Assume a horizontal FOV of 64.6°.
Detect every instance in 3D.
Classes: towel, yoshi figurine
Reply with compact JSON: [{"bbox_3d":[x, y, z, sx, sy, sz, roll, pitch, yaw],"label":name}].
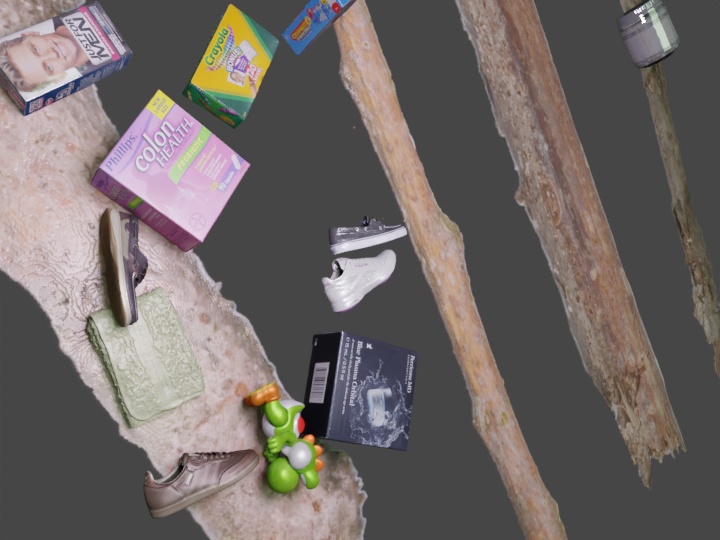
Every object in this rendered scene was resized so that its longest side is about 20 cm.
[{"bbox_3d":[-0.352,0.142,0.954,0.147,0.036,0.204,-25,96,-36],"label":"towel"},{"bbox_3d":[-0.150,0.310,1.014,0.203,0.111,0.112,61,26,2],"label":"yoshi figurine"}]

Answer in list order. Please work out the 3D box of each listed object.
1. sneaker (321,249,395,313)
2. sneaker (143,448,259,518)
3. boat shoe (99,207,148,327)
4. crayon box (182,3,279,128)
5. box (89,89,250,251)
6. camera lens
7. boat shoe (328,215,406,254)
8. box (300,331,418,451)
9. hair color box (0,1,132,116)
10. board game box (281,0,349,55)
[{"bbox_3d":[0.000,0.000,1.200,0.199,0.074,0.101,-39,105,-33],"label":"sneaker"},{"bbox_3d":[-0.264,0.336,0.958,0.197,0.070,0.077,-20,91,-36],"label":"sneaker"},{"bbox_3d":[-0.379,-0.008,0.929,0.064,0.072,0.204,-1,64,-39],"label":"boat shoe"},{"bbox_3d":[-0.250,-0.397,1.110,0.118,0.058,0.204,29,66,-27],"label":"crayon box"},{"bbox_3d":[-0.326,-0.169,0.992,0.199,0.096,0.178,38,63,-23],"label":"box"},{"bbox_3d":[1.012,-0.834,2.006,0.160,0.159,0.202,-40,104,-33],"label":"camera lens"},{"bbox_3d":[0.015,-0.085,1.236,0.197,0.070,0.068,-15,91,-28],"label":"boat shoe"},{"bbox_3d":[-0.001,0.241,1.132,0.197,0.117,0.201,19,71,-32],"label":"box"},{"bbox_3d":[-0.490,-0.350,0.933,0.200,0.060,0.101,-43,106,-32],"label":"hair color box"},{"bbox_3d":[-0.051,-0.571,1.197,0.056,0.194,0.201,46,59,-17],"label":"board game box"}]
